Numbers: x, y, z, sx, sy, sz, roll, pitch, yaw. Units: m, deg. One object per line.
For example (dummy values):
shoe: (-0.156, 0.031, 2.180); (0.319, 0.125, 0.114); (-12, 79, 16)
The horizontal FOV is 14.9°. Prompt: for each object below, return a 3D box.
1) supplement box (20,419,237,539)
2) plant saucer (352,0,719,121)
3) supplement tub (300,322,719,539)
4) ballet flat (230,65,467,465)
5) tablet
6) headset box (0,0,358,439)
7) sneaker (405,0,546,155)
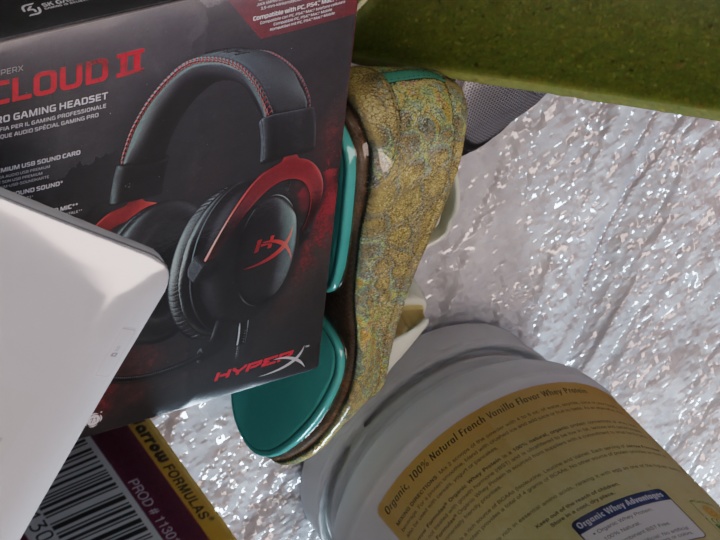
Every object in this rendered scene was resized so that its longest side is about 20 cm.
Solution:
supplement box: (-0.106, 0.153, 1.056); (0.103, 0.131, 0.200); (-24, 136, -19)
plant saucer: (0.065, -0.144, 0.922); (0.200, 0.200, 0.048); (75, 33, -47)
supplement tub: (0.077, 0.127, 1.125); (0.144, 0.200, 0.144); (-22, 136, -23)
ballet flat: (0.000, 0.000, 1.039); (0.071, 0.071, 0.200); (-17, 144, -27)
tablet: (-0.159, 0.053, 0.857); (0.130, 0.014, 0.200); (23, 114, -20)
headset box: (-0.085, -0.044, 0.940); (0.149, 0.075, 0.200); (-15, 133, -27)
sneaker: (0.105, -0.098, 1.013); (0.200, 0.114, 0.075); (-47, 147, 3)
